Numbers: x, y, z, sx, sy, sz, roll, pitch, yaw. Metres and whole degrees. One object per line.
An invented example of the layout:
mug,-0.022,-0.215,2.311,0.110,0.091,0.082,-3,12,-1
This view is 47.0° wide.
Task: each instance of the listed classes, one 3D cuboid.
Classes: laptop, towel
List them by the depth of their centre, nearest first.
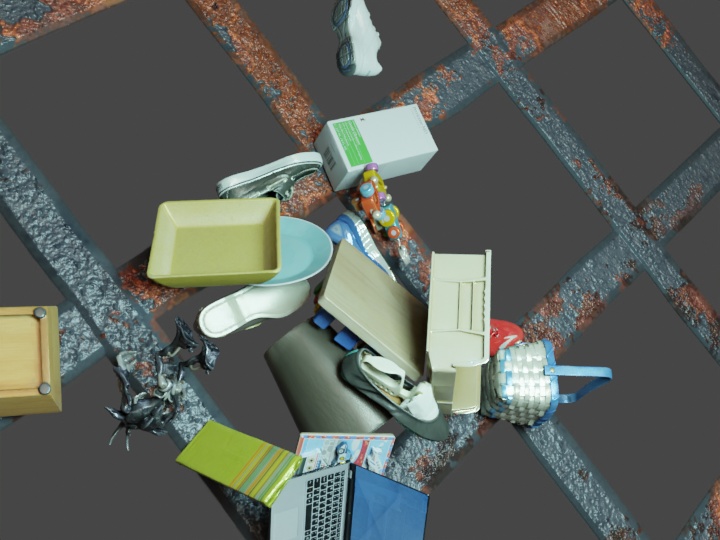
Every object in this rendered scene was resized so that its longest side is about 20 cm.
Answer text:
laptop,-0.022,0.388,1.201,0.198,0.116,0.189,-9,119,-26
towel,-0.178,0.277,1.201,0.086,0.199,0.018,-48,132,-32

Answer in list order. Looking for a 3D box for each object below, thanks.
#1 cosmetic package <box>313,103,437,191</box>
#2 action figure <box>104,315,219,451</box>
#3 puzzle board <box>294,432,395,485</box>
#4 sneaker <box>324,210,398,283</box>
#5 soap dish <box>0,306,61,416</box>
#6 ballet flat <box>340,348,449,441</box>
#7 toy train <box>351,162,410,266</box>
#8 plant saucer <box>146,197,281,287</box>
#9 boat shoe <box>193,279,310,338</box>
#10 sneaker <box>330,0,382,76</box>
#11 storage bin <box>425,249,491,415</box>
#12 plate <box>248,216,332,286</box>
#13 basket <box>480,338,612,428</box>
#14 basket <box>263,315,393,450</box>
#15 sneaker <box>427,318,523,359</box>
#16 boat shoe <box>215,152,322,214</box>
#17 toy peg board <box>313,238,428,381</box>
cosmetic package,0.028,-0.228,1.528,0.199,0.085,0.108,-19,76,-28
action figure,-0.300,0.168,1.223,0.200,0.102,0.119,-47,128,7
puzzle board,-0.040,0.329,1.246,0.149,0.202,0.017,5,25,-23
sneaker,0.000,0.000,1.445,0.089,0.079,0.201,-32,92,-8
soap dish,-0.521,0.123,1.151,0.198,0.081,0.159,0,71,-25
ballet flat,0.060,0.184,1.234,0.199,0.069,0.068,34,43,-4
toy train,0.027,-0.097,1.440,0.055,0.200,0.151,-17,48,13
plant saucer,-0.224,-0.038,1.305,0.198,0.049,0.201,-2,38,-5
boat shoe,-0.176,0.057,1.341,0.199,0.059,0.072,-23,92,-28
sneaker,-0.005,-0.466,1.621,0.086,0.074,0.202,5,75,-35
storage bin,0.152,0.103,1.306,0.093,0.201,0.200,3,61,5
plate,-0.144,-0.027,1.358,0.198,0.026,0.201,0,37,0
basket,0.316,0.197,1.445,0.198,0.177,0.140,8,64,-9
basket,-0.053,0.184,1.311,0.180,0.136,0.201,-37,82,-3
sneaker,0.213,0.114,1.482,0.198,0.085,0.078,6,70,-22
boat shoe,-0.149,-0.147,1.431,0.199,0.071,0.064,-23,80,-21
toy peg board,0.003,0.083,1.334,0.200,0.098,0.200,39,26,-13
